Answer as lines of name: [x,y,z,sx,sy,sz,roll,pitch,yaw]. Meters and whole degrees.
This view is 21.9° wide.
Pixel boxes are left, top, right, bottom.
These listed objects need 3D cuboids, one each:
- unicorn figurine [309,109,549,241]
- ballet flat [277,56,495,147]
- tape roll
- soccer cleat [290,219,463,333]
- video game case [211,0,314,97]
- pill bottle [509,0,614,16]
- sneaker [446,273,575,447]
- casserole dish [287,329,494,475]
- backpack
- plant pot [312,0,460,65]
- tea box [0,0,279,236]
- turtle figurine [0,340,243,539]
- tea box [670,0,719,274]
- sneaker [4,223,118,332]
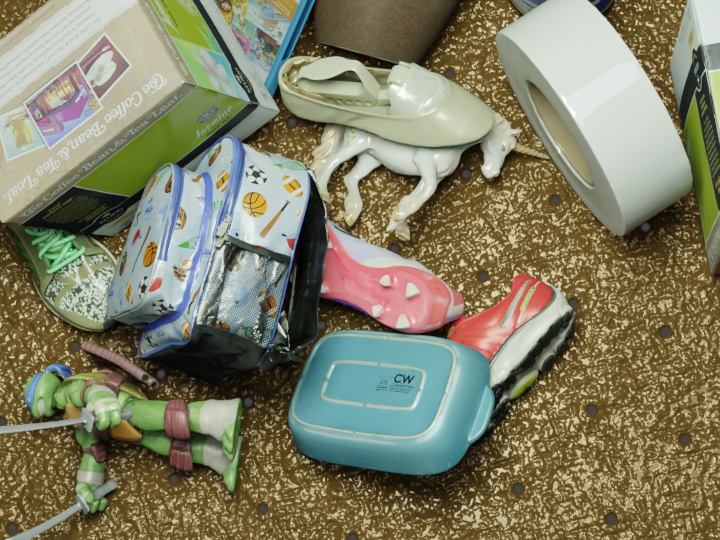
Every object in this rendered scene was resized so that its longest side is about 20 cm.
unicorn figurine: [0.046,-0.095,1.622,0.198,0.074,0.138,23,71,15]
ballet flat: [0.017,-0.150,1.595,0.198,0.069,0.070,9,79,24]
tape roll: [0.193,-0.132,1.555,0.070,0.203,0.203,-32,77,-1]
soccer cleat: [0.000,0.000,1.611,0.199,0.076,0.067,27,105,35]
video game case: [-0.095,-0.264,1.627,0.143,0.018,0.201,42,124,24]
pill bottle: [0.173,-0.288,1.587,0.110,0.200,0.113,-1,78,5]
sneaker: [0.095,0.085,1.595,0.200,0.077,0.085,-43,59,-6]
casserole dish: [0.018,0.104,1.559,0.198,0.039,0.122,5,63,34]
backpack: [-0.120,-0.015,1.556,0.153,0.199,0.192,28,72,-22]
plant pot: [0.030,-0.285,1.625,0.185,0.187,0.202,16,95,8]
tea box: [-0.210,-0.141,1.572,0.199,0.196,0.134,-35,77,15]
turtle figurine: [-0.201,0.158,1.565,0.192,0.200,0.145,7,113,3]
tea box: [0.341,-0.118,1.529,0.132,0.200,0.199,-9,79,3]
sneaker: [-0.277,-0.032,1.635,0.077,0.089,0.201,-36,78,-3]
